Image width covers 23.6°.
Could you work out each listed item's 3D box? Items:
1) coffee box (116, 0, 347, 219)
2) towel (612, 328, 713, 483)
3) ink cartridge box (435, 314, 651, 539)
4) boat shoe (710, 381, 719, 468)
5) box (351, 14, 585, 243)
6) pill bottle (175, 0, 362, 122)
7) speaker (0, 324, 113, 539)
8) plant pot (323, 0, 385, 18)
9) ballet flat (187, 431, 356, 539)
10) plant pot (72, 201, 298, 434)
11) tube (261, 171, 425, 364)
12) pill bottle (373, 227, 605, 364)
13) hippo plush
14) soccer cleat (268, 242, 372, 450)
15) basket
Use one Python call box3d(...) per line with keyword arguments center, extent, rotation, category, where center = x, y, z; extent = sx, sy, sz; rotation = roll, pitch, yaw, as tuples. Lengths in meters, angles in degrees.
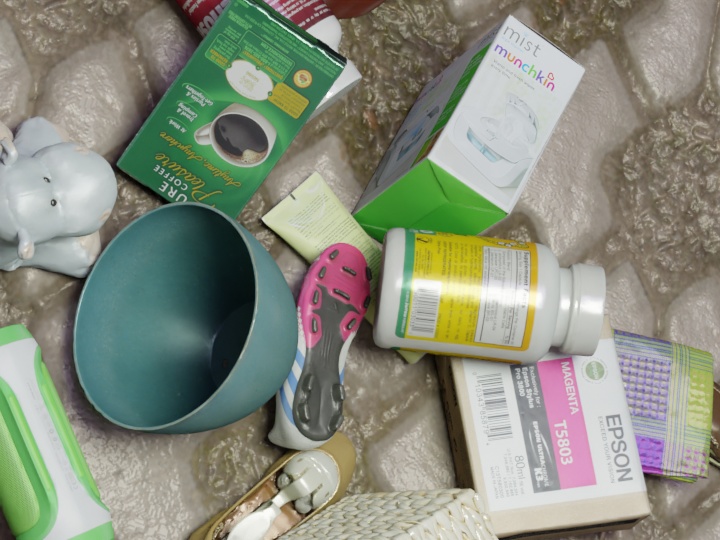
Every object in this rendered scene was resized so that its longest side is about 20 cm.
box3d(center=(-0.118, -0.143, 1.570), extent=(0.123, 0.044, 0.200), rotation=(33, 105, -10), category="coffee box")
box3d(center=(0.247, 0.127, 1.695), extent=(0.200, 0.023, 0.144), rotation=(9, 71, -6), category="towel")
box3d(center=(0.169, 0.151, 1.624), extent=(0.165, 0.075, 0.200), rotation=(-8, 73, -9), category="ink cartridge box")
box3d(center=(0.391, 0.173, 1.735), extent=(0.202, 0.075, 0.075), rotation=(45, 64, -5), category="boat shoe")
box3d(center=(0.100, -0.116, 1.627), extent=(0.097, 0.200, 0.177), rotation=(33, 67, -10), category="box")
box3d(center=(-0.091, -0.236, 1.629), extent=(0.113, 0.113, 0.200), rotation=(-38, 91, -26), category="pill bottle")
box3d(center=(-0.280, 0.150, 1.459), extent=(0.088, 0.088, 0.200), rotation=(-22, 84, -26), category="speaker")
box3d(center=(0.004, -0.346, 1.653), extent=(0.201, 0.195, 0.201), rotation=(6, 74, -21), category="plant pot")
box3d(center=(-0.070, 0.211, 1.541), extent=(0.200, 0.063, 0.069), rotation=(-40, 90, -27), category="ballet flat")
box3d(center=(-0.131, 0.056, 1.507), extent=(0.135, 0.200, 0.200), rotation=(28, 61, -52), category="plant pot")
box3d(center=(0.000, 0.000, 1.641), extent=(0.200, 0.052, 0.058), rotation=(47, 23, -1), category="tube")
box3d(center=(0.116, 0.026, 1.564), extent=(0.200, 0.113, 0.113), rotation=(6, 72, -2), category="pill bottle")
box3d(center=(-0.295, -0.073, 1.473), extent=(0.200, 0.161, 0.159), rotation=(-11, 80, -25), category="hippo plush")
box3d(center=(-0.046, 0.069, 1.579), extent=(0.070, 0.086, 0.200), rotation=(25, 62, -26), category="soccer cleat")
box3d(center=(0.022, 0.303, 1.462), extent=(0.161, 0.200, 0.198), rotation=(-29, 99, -39), category="basket")
